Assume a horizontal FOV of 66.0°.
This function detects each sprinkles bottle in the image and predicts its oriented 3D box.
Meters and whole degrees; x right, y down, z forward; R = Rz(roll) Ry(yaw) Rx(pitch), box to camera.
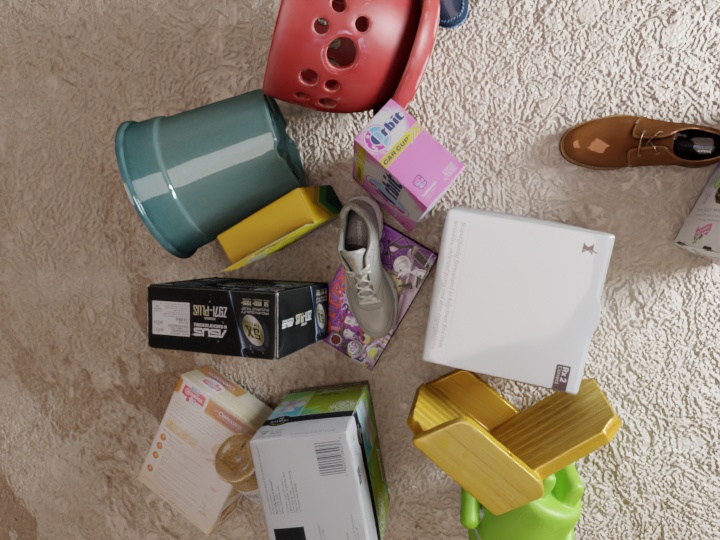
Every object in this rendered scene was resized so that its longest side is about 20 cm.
[{"bbox_3d":[-0.141,0.303,0.806,0.068,0.200,0.069,-7,52,10],"label":"sprinkles bottle"}]

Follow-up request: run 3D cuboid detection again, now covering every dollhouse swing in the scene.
[{"bbox_3d":[0.189,0.171,0.710,0.181,0.200,0.176,40,104,4],"label":"dollhouse swing"}]

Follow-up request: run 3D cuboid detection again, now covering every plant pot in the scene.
[{"bbox_3d":[-0.012,-0.291,0.687,0.181,0.200,0.202,14,101,-14],"label":"plant pot"},{"bbox_3d":[-0.190,-0.144,0.763,0.195,0.200,0.201,-20,93,5],"label":"plant pot"}]

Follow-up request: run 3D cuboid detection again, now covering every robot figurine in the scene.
[{"bbox_3d":[0.223,0.338,0.762,0.174,0.116,0.201,17,112,-11],"label":"robot figurine"}]

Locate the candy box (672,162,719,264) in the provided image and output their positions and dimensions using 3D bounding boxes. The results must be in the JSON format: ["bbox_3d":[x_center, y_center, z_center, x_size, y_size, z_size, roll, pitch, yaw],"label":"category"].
[{"bbox_3d":[0.465,-0.099,0.632,0.071,0.168,0.201,27,103,9],"label":"candy box"}]

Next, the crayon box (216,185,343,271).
[{"bbox_3d":[-0.103,-0.061,0.740,0.126,0.200,0.051,-28,94,14],"label":"crayon box"}]

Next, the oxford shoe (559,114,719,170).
[{"bbox_3d":[0.357,-0.163,0.698,0.198,0.071,0.072,2,100,13],"label":"oxford shoe"}]

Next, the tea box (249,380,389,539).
[{"bbox_3d":[-0.046,0.285,0.776,0.133,0.197,0.202,-9,97,9],"label":"tea box"}]

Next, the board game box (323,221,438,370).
[{"bbox_3d":[0.016,0.034,0.819,0.120,0.032,0.201,31,103,11],"label":"board game box"}]

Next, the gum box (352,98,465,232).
[{"bbox_3d":[0.052,-0.121,0.706,0.113,0.200,0.066,43,86,2],"label":"gum box"}]

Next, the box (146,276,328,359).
[{"bbox_3d":[-0.166,0.060,0.776,0.199,0.164,0.087,2,94,19],"label":"box"}]

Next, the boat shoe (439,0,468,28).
[{"bbox_3d":[0.077,-0.413,0.722,0.084,0.069,0.201,-29,91,14],"label":"boat shoe"}]

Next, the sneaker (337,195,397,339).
[{"bbox_3d":[0.000,0.000,0.756,0.075,0.092,0.202,-10,95,15],"label":"sneaker"}]

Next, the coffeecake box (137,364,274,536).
[{"bbox_3d":[-0.239,0.278,0.872,0.153,0.073,0.201,30,103,16],"label":"coffeecake box"}]

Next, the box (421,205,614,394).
[{"bbox_3d":[0.197,0.029,0.726,0.199,0.131,0.200,11,99,10],"label":"box"}]
